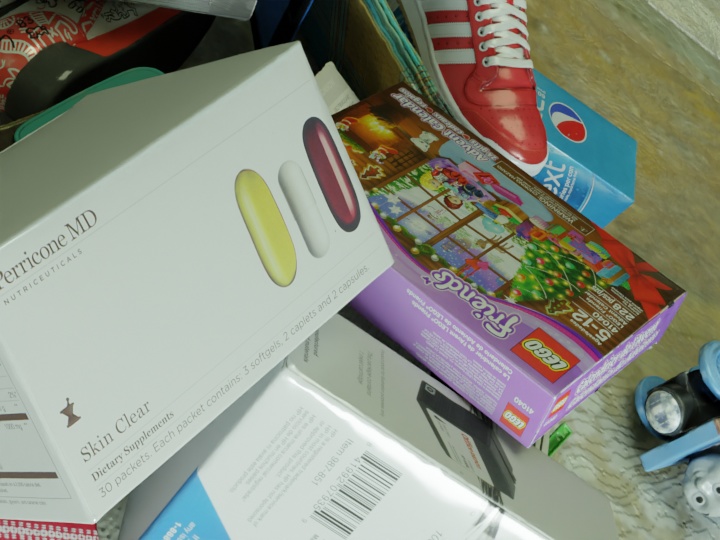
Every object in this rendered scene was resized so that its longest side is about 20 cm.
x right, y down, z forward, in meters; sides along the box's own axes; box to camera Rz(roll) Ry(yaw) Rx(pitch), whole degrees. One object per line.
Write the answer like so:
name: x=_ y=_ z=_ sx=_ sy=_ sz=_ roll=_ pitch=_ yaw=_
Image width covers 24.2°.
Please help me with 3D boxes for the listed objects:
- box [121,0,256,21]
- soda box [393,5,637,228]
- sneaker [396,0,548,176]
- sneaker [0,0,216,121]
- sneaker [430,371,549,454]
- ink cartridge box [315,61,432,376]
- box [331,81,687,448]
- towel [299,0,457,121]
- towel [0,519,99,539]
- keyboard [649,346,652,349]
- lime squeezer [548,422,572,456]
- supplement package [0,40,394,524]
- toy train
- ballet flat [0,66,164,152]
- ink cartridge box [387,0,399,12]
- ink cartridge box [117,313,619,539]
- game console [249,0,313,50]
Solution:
box: x=-0.169 y=-0.206 z=0.934 sx=0.158 sy=0.049 sz=0.200 roll=1 pitch=28 yaw=-46
soda box: x=0.094 y=-0.102 z=1.147 sx=0.199 sy=0.064 sz=0.068 roll=32 pitch=41 yaw=-18
sneaker: x=0.088 y=-0.165 z=1.055 sx=0.071 sy=0.112 sz=0.201 roll=-1 pitch=58 yaw=-42
sneaker: x=-0.163 y=-0.149 z=0.949 sx=0.108 sy=0.067 sz=0.201 roll=40 pitch=32 yaw=6
sneaker: x=0.097 y=0.049 z=0.933 sx=0.115 sy=0.075 sz=0.202 roll=29 pitch=42 yaw=-36
ink cartridge box: x=0.000 y=0.000 z=0.953 sx=0.200 sy=0.050 sz=0.161 roll=51 pitch=33 yaw=-9
box: x=0.051 y=-0.011 z=0.857 sx=0.200 sy=0.039 sz=0.137 roll=38 pitch=40 yaw=19
towel: x=0.003 y=-0.132 z=1.040 sx=0.022 sy=0.147 sz=0.201 roll=-24 pitch=72 yaw=-14
towel: x=-0.184 y=0.112 z=0.747 sx=0.144 sy=0.022 sz=0.201 roll=12 pitch=49 yaw=-33
keyboard: x=0.109 y=-0.012 z=1.100 sx=0.199 sy=0.056 sz=0.011 roll=38 pitch=84 yaw=-12
lime squeezer: x=0.087 y=0.125 z=0.953 sx=0.038 sy=0.071 sz=0.200 roll=34 pitch=9 yaw=4
supplement package: x=-0.114 y=0.003 z=0.715 sx=0.200 sy=0.155 sz=0.112 roll=-41 pitch=114 yaw=-40
toy train: x=0.266 y=0.105 z=1.117 sx=0.199 sy=0.087 sz=0.115 roll=-6 pitch=68 yaw=-45
ballet flat: x=-0.175 y=-0.041 z=0.839 sx=0.199 sy=0.071 sz=0.071 roll=-23 pitch=72 yaw=-22
ink cartridge box: x=-0.005 y=-0.270 z=1.217 sx=0.199 sy=0.043 sz=0.197 roll=-16 pitch=68 yaw=-50
ink cartridge box: x=0.005 y=0.127 z=0.798 sx=0.199 sy=0.145 sz=0.084 roll=34 pitch=22 yaw=-15
game console: x=-0.092 y=-0.225 z=0.973 sx=0.169 sy=0.200 sz=0.119 roll=24 pitch=70 yaw=-7
